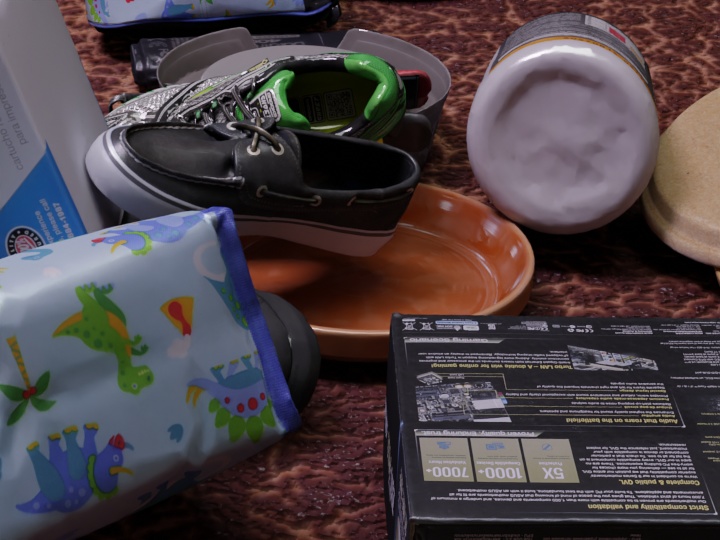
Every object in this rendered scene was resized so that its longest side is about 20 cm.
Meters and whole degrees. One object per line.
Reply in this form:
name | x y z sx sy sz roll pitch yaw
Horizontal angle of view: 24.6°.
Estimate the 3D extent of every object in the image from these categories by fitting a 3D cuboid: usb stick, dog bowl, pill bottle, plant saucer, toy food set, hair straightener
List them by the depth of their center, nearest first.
plant saucer | 0.000 0.000 0.946 0.198 0.033 0.201 1 27 -1
toy food set | 0.268 -0.058 0.997 0.197 0.049 0.200 -33 37 -14
hair straightener | -0.053 -0.086 0.999 0.198 0.041 0.077 2 57 -7
pill bottle | 0.131 -0.101 1.047 0.115 0.117 0.200 6 17 7
dog bowl | -0.039 -0.109 1.124 0.198 0.059 0.201 2 28 -1
usb stick | -0.073 -0.159 1.248 0.198 0.033 0.056 -4 35 -12

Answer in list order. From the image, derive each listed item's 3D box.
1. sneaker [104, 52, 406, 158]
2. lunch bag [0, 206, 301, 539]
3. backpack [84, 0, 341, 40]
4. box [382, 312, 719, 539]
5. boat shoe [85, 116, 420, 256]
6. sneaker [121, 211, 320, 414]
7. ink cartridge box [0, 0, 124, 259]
sneaker | -0.070 -0.088 0.944 0.198 0.079 0.085 -18 -8 -4
lunch bag | -0.153 0.061 0.720 0.169 0.129 0.199 -20 5 -37
backpack | -0.124 -0.262 1.309 0.198 0.148 0.183 -7 15 -2
box | 0.112 0.095 0.711 0.198 0.087 0.164 1 27 -3
boat shoe | -0.052 -0.054 0.873 0.199 0.057 0.069 8 40 -42
sneaker | -0.101 0.009 0.851 0.079 0.076 0.200 11 15 -43
ink cartridge box | -0.240 -0.052 0.839 0.198 0.148 0.145 -18 24 6
